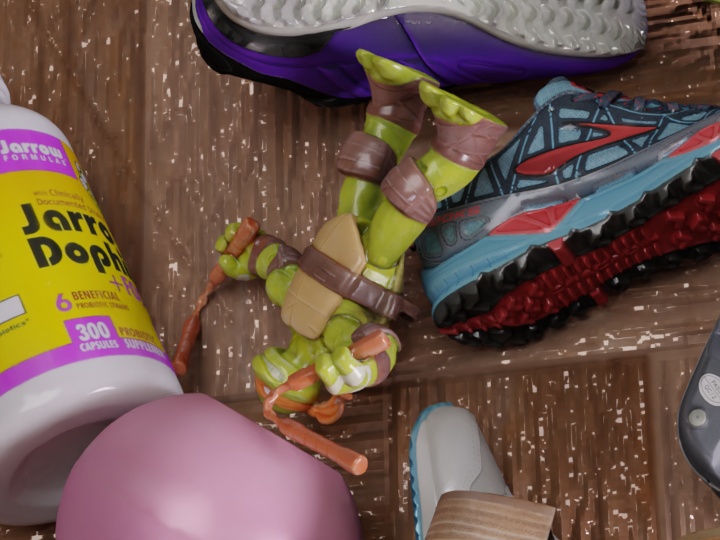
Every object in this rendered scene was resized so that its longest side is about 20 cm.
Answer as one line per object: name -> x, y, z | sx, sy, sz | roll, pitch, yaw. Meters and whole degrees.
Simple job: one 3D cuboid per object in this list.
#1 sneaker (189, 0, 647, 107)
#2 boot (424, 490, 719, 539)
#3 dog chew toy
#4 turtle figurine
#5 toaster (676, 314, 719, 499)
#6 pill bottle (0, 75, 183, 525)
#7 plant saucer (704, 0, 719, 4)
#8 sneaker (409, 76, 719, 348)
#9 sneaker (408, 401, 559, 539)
sneaker -> 0.020, -0.108, 1.273 | 0.199, 0.100, 0.070 | 4, 64, -16
boot -> 0.099, 0.172, 1.068 | 0.199, 0.074, 0.155 | 7, 67, 20
dog chew toy -> -0.085, 0.151, 1.169 | 0.124, 0.125, 0.200 | 28, 85, 24
turtle figurine -> 0.000, 0.000, 1.196 | 0.162, 0.064, 0.200 | -62, 24, 7
toaster -> 0.208, 0.031, 1.130 | 0.113, 0.129, 0.200 | 26, 77, 23
pill bottle -> -0.155, 0.001, 1.257 | 0.104, 0.104, 0.200 | -28, 63, 2
plant saucer -> 0.138, -0.195, 1.253 | 0.199, 0.048, 0.200 | 12, 67, -17
sneaker -> 0.109, -0.050, 1.222 | 0.199, 0.079, 0.096 | -23, 61, 5
sneaker -> 0.071, 0.142, 1.158 | 0.081, 0.077, 0.201 | -19, 70, -1
